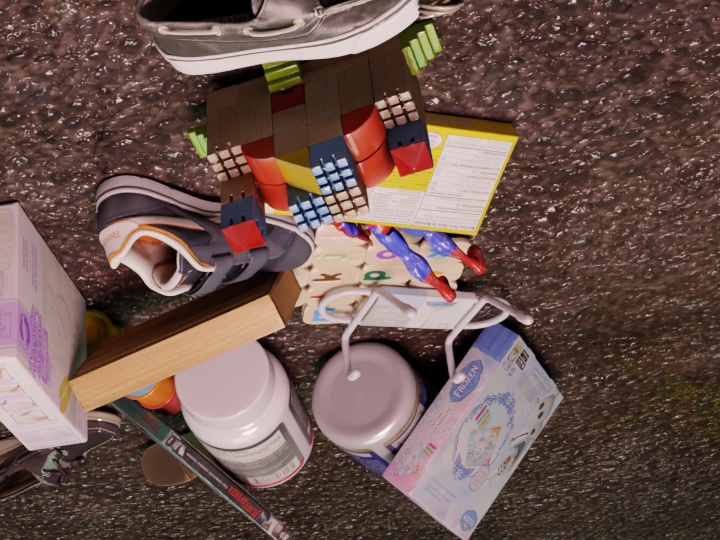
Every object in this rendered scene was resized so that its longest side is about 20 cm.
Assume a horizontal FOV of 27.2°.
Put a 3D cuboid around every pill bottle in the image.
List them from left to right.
[{"bbox_3d":[-0.120,0.142,1.532,0.113,0.114,0.200,-9,153,5],"label":"pill bottle"},{"bbox_3d":[0.034,0.163,1.607,0.115,0.116,0.200,-15,152,16],"label":"pill bottle"}]

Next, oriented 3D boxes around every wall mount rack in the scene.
[{"bbox_3d":[0.067,0.051,1.405,0.199,0.075,0.174,3,151,-21],"label":"wall mount rack"}]

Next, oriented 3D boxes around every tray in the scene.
[{"bbox_3d":[-0.154,0.056,1.319,0.199,0.037,0.099,-23,-166,13],"label":"tray"}]

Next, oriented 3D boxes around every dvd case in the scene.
[{"bbox_3d":[-0.170,0.211,1.590,0.200,0.022,0.146,45,168,-32],"label":"dvd case"}]

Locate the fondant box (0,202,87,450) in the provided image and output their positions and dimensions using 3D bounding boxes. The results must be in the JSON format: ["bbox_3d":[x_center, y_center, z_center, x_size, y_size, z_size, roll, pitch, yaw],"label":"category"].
[{"bbox_3d":[-0.290,0.053,1.282,0.058,0.145,0.200,-8,154,5],"label":"fondant box"}]

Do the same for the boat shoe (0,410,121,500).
[{"bbox_3d":[-0.349,0.211,1.668,0.199,0.065,0.072,-21,149,24],"label":"boat shoe"}]

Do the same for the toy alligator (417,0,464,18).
[{"bbox_3d":[0.126,-0.212,0.941,0.199,0.059,0.054,-17,113,-7],"label":"toy alligator"}]

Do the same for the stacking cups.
[{"bbox_3d":[-0.226,0.098,1.487,0.060,0.061,0.200,-15,155,16],"label":"stacking cups"}]

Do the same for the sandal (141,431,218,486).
[{"bbox_3d":[-0.150,0.205,1.728,0.211,0.078,0.070,-11,-175,24],"label":"sandal"}]

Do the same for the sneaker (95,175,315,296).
[{"bbox_3d":[-0.129,-0.015,1.248,0.199,0.080,0.078,12,145,-28],"label":"sneaker"}]

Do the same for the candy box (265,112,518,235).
[{"bbox_3d":[0.018,-0.082,1.182,0.199,0.026,0.102,6,130,-22],"label":"candy box"}]

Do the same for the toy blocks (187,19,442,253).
[{"bbox_3d":[-0.029,-0.088,1.045,0.199,0.137,0.100,-17,132,9],"label":"toy blocks"}]

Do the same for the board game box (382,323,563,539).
[{"bbox_3d":[0.126,0.176,1.597,0.043,0.199,0.200,30,170,30],"label":"board game box"}]

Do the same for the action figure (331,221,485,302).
[{"bbox_3d":[0.024,-0.042,1.266,0.065,0.052,0.200,-41,133,17],"label":"action figure"}]

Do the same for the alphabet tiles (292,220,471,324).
[{"bbox_3d":[0.000,0.000,1.389,0.195,0.015,0.200,-3,153,-8],"label":"alphabet tiles"}]

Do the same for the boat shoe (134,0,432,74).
[{"bbox_3d":[-0.049,-0.177,0.967,0.199,0.071,0.064,-13,154,15],"label":"boat shoe"}]
